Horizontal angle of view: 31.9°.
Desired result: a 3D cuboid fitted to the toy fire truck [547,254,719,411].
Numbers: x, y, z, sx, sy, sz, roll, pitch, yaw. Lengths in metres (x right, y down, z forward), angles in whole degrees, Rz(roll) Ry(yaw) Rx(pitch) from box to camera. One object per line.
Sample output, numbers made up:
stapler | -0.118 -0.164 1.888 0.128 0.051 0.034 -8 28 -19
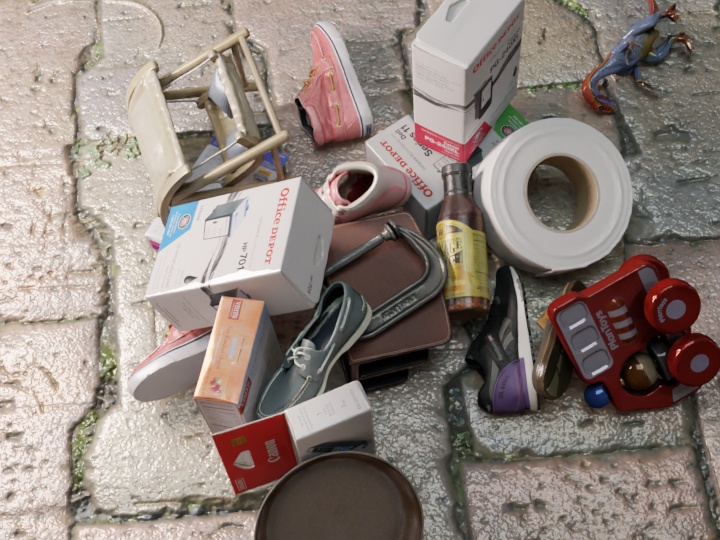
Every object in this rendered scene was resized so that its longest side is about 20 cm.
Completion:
toy fire truck | 0.333 0.087 1.541 0.168 0.200 0.112 -28 24 -1

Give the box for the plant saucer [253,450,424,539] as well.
plant saucer | -0.026 0.297 1.454 0.200 0.200 0.032 -18 18 -7

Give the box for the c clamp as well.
c clamp | 0.000 0.000 1.566 0.200 0.027 0.171 -27 63 -13

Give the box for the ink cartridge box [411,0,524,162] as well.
ink cartridge box | 0.138 -0.259 1.623 0.083 0.200 0.145 29 65 19

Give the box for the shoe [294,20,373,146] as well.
shoe | -0.057 -0.270 1.807 0.091 0.071 0.200 -16 66 -13

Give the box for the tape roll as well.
tape roll | 0.252 -0.095 1.649 0.202 0.071 0.203 1 84 -14

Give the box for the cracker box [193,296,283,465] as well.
cracker box | -0.139 0.137 1.511 0.058 0.200 0.134 8 61 10

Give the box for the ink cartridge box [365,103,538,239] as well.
ink cartridge box | 0.125 -0.158 1.730 0.200 0.083 0.147 -34 64 -14

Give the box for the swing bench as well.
swing bench | -0.208 -0.189 1.695 0.200 0.130 0.199 -20 60 -5

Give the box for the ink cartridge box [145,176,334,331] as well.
ink cartridge box | -0.146 -0.018 1.536 0.200 0.086 0.147 -12 50 29

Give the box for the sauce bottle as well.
sauce bottle | 0.128 -0.038 1.613 0.066 0.066 0.200 -4 72 1

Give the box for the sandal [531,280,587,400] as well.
sandal | 0.247 0.086 1.582 0.055 0.082 0.200 -8 37 37

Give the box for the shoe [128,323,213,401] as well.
shoe | -0.222 0.084 1.616 0.200 0.072 0.091 -31 59 -16

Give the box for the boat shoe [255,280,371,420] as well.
boat shoe | -0.064 0.097 1.473 0.073 0.062 0.200 22 66 39

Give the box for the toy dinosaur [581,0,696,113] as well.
toy dinosaur | 0.392 -0.304 1.826 0.181 0.105 0.200 -27 25 2

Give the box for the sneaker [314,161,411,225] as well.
sneaker | -0.040 -0.090 1.651 0.200 0.105 0.075 -22 75 22

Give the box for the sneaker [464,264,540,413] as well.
sneaker | 0.173 0.085 1.601 0.087 0.076 0.200 -7 61 6

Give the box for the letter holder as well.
letter holder | 0.030 0.039 1.617 0.142 0.101 0.200 -13 61 -7

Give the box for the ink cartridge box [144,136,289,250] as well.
ink cartridge box | -0.193 -0.096 1.736 0.119 0.042 0.200 23 66 17

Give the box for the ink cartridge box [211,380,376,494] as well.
ink cartridge box | -0.070 0.214 1.466 0.176 0.200 0.045 -21 62 -8
